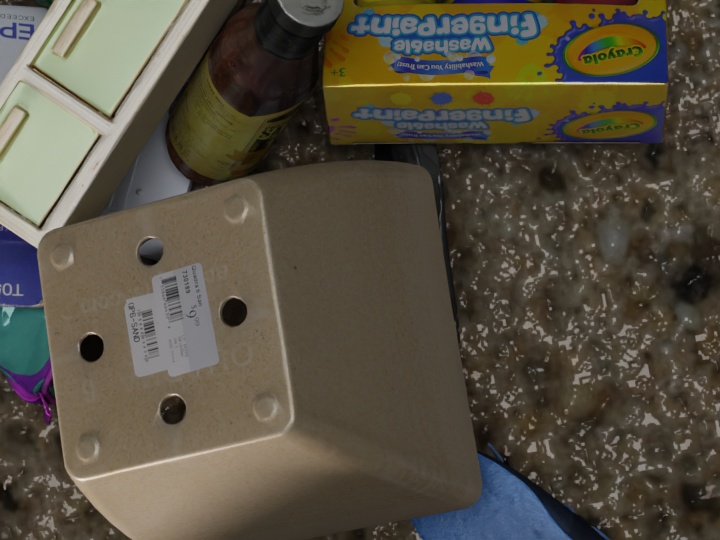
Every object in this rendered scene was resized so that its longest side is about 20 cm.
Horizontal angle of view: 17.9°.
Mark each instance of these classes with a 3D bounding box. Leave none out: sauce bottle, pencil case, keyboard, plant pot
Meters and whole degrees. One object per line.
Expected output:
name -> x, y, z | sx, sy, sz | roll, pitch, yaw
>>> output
sauce bottle -> -0.060, -0.112, 1.316 | 0.066, 0.200, 0.066 | 7, 69, -17
pencil case -> -0.245, 0.002, 1.376 | 0.199, 0.085, 0.093 | 30, 70, 7
keyboard -> -0.118, -0.108, 1.418 | 0.056, 0.011, 0.201 | 16, 86, 0
plant pot -> -0.070, 0.043, 1.244 | 0.199, 0.177, 0.201 | -14, 76, 21

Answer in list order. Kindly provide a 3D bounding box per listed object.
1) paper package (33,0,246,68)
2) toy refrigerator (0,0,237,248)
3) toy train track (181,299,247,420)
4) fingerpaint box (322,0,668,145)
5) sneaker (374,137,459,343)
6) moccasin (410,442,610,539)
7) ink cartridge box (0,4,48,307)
paper package -> -0.144, -0.244, 1.378 | 0.199, 0.103, 0.191 | 25, 86, 10
toy refrigerator -> -0.146, -0.111, 1.278 | 0.076, 0.070, 0.200 | 34, 91, 6
toy train track -> -0.046, 0.074, 1.383 | 0.199, 0.033, 0.115 | 18, 76, 0
fingerpaint box -> 0.080, -0.162, 1.350 | 0.199, 0.073, 0.168 | 1, 63, 5
sneaker -> -0.001, 0.000, 1.358 | 0.104, 0.060, 0.201 | -6, 83, -14
moccasin -> 0.105, 0.174, 1.343 | 0.200, 0.068, 0.081 | 39, 96, 8
ink cartridge box -> -0.280, -0.075, 1.342 | 0.195, 0.043, 0.201 | 2, 55, -14
